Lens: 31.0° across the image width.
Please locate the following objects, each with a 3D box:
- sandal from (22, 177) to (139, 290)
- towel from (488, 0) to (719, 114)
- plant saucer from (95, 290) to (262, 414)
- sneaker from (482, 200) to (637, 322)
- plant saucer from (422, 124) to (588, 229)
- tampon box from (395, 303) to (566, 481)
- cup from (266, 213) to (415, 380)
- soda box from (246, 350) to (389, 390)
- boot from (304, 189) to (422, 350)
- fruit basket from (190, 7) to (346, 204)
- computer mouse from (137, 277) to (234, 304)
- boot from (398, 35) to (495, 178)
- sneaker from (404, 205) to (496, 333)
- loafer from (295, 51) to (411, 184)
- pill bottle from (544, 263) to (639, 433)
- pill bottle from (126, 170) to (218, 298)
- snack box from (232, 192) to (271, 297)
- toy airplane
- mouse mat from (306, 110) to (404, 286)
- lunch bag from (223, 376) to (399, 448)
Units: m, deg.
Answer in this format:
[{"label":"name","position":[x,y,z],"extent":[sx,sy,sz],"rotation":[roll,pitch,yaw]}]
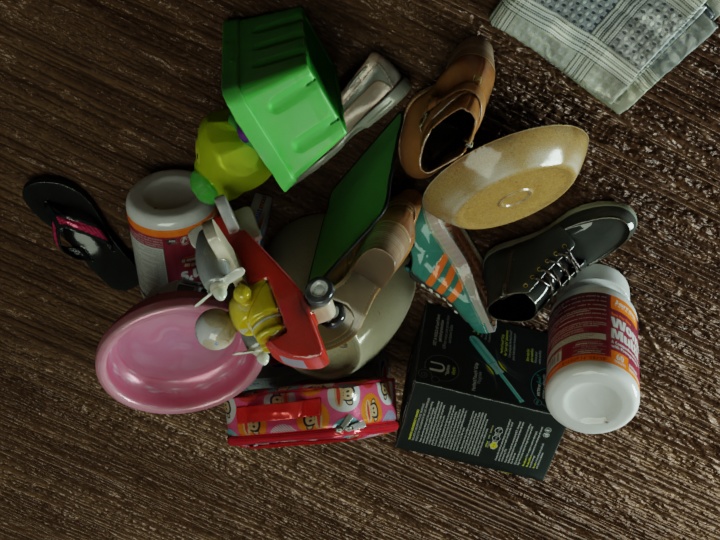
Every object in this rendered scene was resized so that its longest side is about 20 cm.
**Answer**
[{"label":"sandal","position":[-0.354,-0.041,1.665],"extent":[0.075,0.045,0.200],"rotation":[-24,121,27]},{"label":"towel","position":[0.264,-0.274,1.363],"extent":[0.199,0.035,0.193],"rotation":[31,128,-16]},{"label":"plant saucer","position":[-0.213,0.091,1.532],"extent":[0.199,0.051,0.201],"rotation":[-8,139,-7]},{"label":"sneaker","position":[0.239,-0.004,1.540],"extent":[0.199,0.107,0.075],"rotation":[-25,121,22]},{"label":"plant saucer","position":[0.168,-0.095,1.451],"extent":[0.199,0.036,0.200],"rotation":[-18,160,-7]},{"label":"tampon box","position":[0.158,0.156,1.662],"extent":[0.199,0.150,0.127],"rotation":[14,130,0]},{"label":"cup","position":[-0.037,0.052,1.618],"extent":[0.199,0.144,0.201],"rotation":[5,130,6]},{"label":"soda box","position":[-0.065,0.141,1.745],"extent":[0.198,0.068,0.064],"rotation":[-6,126,15]},{"label":"boot","position":[0.000,0.000,1.506],"extent":[0.074,0.155,0.200],"rotation":[42,123,-10]},{"label":"fruit basket","position":[-0.121,-0.168,1.414],"extent":[0.214,0.216,0.156],"rotation":[-17,124,23]},{"label":"computer mouse","position":[-0.213,0.033,1.538],"extent":[0.200,0.044,0.109],"rotation":[-36,136,23]},{"label":"boot","position":[0.089,-0.145,1.422],"extent":[0.076,0.156,0.200],"rotation":[28,128,-11]},{"label":"sneaker","position":[0.103,-0.002,1.600],"extent":[0.079,0.072,0.201],"rotation":[-18,116,24]},{"label":"loafer","position":[-0.031,-0.173,1.488],"extent":[0.200,0.072,0.063],"rotation":[-36,102,26]},{"label":"pill bottle","position":[0.278,0.089,1.551],"extent":[0.109,0.201,0.110],"rotation":[5,130,7]},{"label":"pill bottle","position":[-0.224,-0.015,1.610],"extent":[0.109,0.110,0.201],"rotation":[4,130,8]},{"label":"snack box","position":[-0.142,0.003,1.643],"extent":[0.024,0.072,0.201],"rotation":[14,130,0]},{"label":"toy airplane","position":[-0.127,0.021,1.389],"extent":[0.141,0.199,0.200],"rotation":[-42,109,-9]},{"label":"mouse mat","position":[-0.006,-0.077,1.467],"extent":[0.008,0.201,0.161],"rotation":[32,129,-16]},{"label":"lunch bag","position":[-0.066,0.174,1.609],"extent":[0.199,0.176,0.083],"rotation":[-8,84,28]}]
